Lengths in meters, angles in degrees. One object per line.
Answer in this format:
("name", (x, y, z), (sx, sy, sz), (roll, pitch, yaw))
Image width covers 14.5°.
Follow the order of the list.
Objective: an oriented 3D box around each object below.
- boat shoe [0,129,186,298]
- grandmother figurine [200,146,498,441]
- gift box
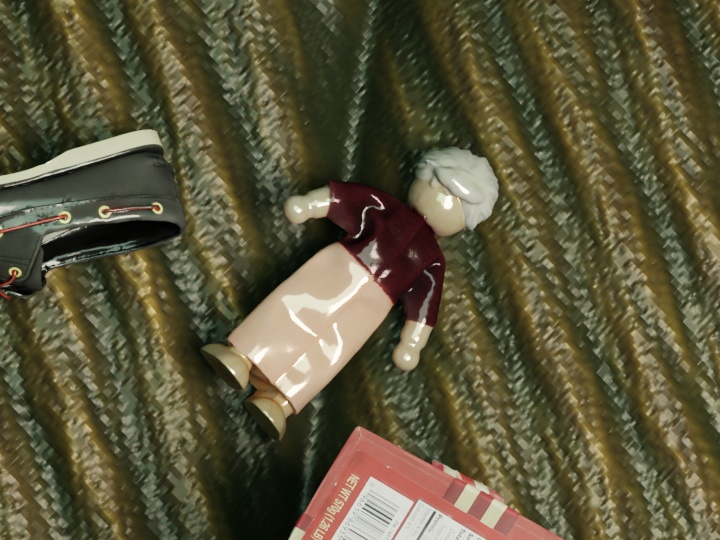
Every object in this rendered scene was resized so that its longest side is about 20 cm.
("boat shoe", (-0.197, -0.019, 1.604), (0.200, 0.074, 0.063), (-18, 75, -12))
("grandmother figurine", (0.000, 0.000, 1.631), (0.200, 0.061, 0.122), (-42, 114, -13))
("gift box", (0.033, 0.195, 1.540), (0.199, 0.187, 0.185), (33, 81, 21))
